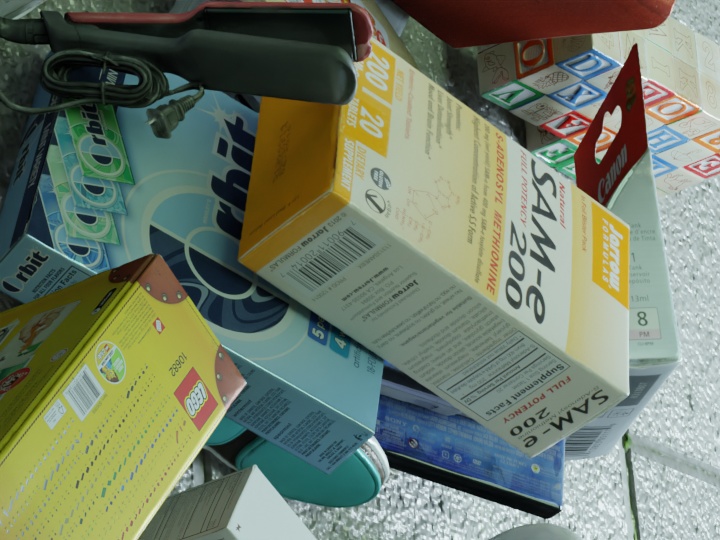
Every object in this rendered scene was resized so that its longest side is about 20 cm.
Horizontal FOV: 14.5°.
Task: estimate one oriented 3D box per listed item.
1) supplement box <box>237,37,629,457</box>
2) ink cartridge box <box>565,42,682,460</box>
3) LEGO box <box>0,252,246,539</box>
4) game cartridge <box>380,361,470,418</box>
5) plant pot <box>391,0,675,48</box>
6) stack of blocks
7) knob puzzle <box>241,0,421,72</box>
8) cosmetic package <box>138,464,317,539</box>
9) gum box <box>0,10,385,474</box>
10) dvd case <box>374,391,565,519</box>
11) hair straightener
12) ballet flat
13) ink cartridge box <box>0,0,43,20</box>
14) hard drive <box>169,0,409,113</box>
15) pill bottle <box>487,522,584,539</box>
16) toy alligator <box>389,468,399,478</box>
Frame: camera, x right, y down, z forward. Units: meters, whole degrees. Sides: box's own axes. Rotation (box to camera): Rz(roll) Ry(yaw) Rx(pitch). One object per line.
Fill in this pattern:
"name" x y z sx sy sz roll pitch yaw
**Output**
"supplement box" 0.042 -0.014 1.410 0.200 0.074 0.126 34 39 -26
"ink cartridge box" 0.134 -0.008 1.652 0.057 0.163 0.200 -4 68 -13
"LEGO box" -0.160 0.093 1.196 0.077 0.149 0.200 57 37 -18
"game cartridge" 0.000 0.000 1.513 0.200 0.038 0.130 19 52 -25
"plant pot" 0.069 -0.254 1.570 0.176 0.200 0.200 24 76 -33
"stack of blocks" 0.156 -0.111 1.767 0.200 0.115 0.059 23 55 -45
"knob puzzle" -0.011 -0.116 1.537 0.220 0.030 0.220 49 16 -20
"cosmetic package" -0.030 0.189 1.383 0.200 0.083 0.051 53 38 -23
"gum box" -0.076 -0.015 1.394 0.200 0.045 0.170 31 40 -20
"dvd case" 0.053 0.028 1.566 0.143 0.018 0.200 19 56 -23
"hair straightener" -0.098 -0.100 1.347 0.077 0.200 0.041 -75 169 -47
"ballet flat" -0.059 0.065 1.430 0.200 0.069 0.069 23 55 -42
"ink cartridge box" -0.102 -0.210 1.391 0.083 0.200 0.145 60 35 -8
"hard drive" -0.035 -0.149 1.604 0.132 0.026 0.200 51 39 -24
"pill bottle" 0.135 0.235 1.556 0.200 0.116 0.116 43 42 -34
"toy alligator" 0.059 0.046 1.604 0.059 0.054 0.200 54 37 -20
